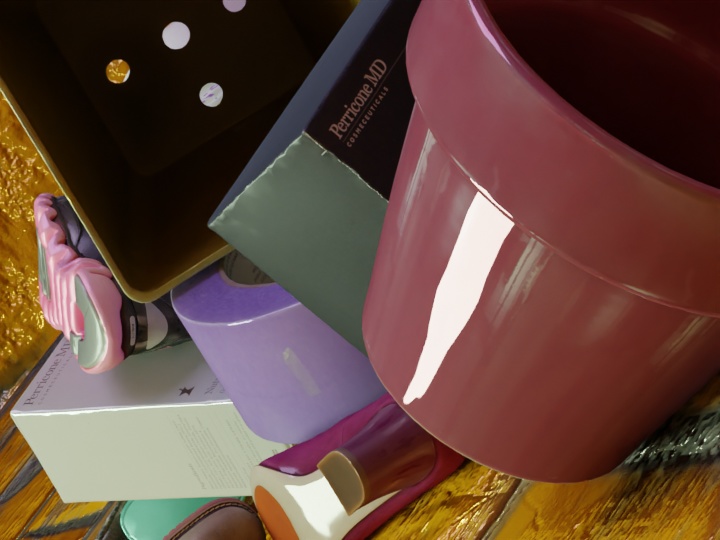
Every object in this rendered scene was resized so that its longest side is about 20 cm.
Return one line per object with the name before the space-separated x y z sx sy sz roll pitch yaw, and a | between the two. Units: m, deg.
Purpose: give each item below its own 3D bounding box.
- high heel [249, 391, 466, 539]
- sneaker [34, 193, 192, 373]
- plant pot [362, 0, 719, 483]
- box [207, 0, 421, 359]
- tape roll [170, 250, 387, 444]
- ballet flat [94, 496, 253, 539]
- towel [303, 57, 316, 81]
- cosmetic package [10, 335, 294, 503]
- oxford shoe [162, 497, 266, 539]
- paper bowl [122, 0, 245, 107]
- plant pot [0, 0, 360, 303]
high heel | 0.008 0.103 1.297 0.096 0.068 0.200 -29 0 -23
sneaker | -0.147 0.003 1.549 0.095 0.080 0.200 -11 26 -17
plant pot | 0.091 -0.023 0.988 0.180 0.199 0.200 -61 1 35
box | 0.059 -0.051 1.211 0.104 0.182 0.200 -38 15 50
tape roll | 0.000 0.000 1.378 0.199 0.085 0.200 -26 22 12
ballet flat | -0.137 0.180 1.598 0.200 0.072 0.072 -47 10 10
towel | 0.011 -0.076 1.512 0.022 0.144 0.202 2 -74 -54
cosmetic package | -0.101 0.076 1.530 0.199 0.081 0.113 -5 37 31
oxford shoe | -0.100 0.213 1.332 0.075 0.070 0.201 -1 55 59
paper bowl | -0.080 -0.105 1.657 0.200 0.105 0.201 -31 -23 -15
plant pot | -0.101 -0.128 1.429 0.199 0.201 0.176 -32 12 -3
